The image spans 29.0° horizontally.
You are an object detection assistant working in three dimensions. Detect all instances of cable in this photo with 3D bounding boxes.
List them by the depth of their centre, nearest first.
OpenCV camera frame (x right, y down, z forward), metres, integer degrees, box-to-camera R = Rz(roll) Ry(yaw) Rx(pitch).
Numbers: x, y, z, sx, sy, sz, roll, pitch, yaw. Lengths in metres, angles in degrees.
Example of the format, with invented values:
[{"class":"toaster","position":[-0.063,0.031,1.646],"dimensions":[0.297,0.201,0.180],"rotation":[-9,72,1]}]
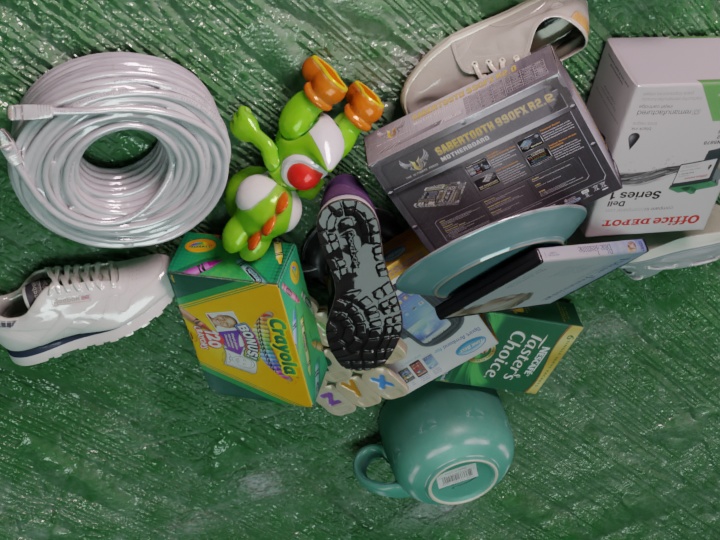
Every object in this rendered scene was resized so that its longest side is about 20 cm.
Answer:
[{"class":"cable","position":[-0.219,-0.106,1.268],"dimensions":[0.200,0.069,0.200],"rotation":[-12,138,-8]}]

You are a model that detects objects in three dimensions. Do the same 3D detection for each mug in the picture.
[{"class":"mug","position":[0.099,0.221,1.682],"dimensions":[0.152,0.115,0.185],"rotation":[15,127,-31]}]

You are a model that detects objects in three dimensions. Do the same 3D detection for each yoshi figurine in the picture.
[{"class":"yoshi figurine","position":[-0.071,-0.106,1.323],"dimensions":[0.200,0.112,0.112],"rotation":[-54,169,14]}]

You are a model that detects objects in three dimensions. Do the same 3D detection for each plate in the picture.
[{"class":"plate","position":[0.131,-0.011,1.357],"dimensions":[0.200,0.026,0.200],"rotation":[-20,166,-5]}]

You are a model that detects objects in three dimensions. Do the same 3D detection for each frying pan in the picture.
[{"class":"frying pan","position":[-0.040,-0.017,1.455],"dimensions":[0.190,0.031,0.115],"rotation":[-3,134,-20]}]

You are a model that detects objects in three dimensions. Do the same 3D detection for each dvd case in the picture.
[{"class":"dvd case","position":[0.187,0.009,1.425],"dimensions":[0.200,0.018,0.143],"rotation":[-6,159,-48]}]

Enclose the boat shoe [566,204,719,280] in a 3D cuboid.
[{"class":"boat shoe","position":[0.321,-0.022,1.545],"dimensions":[0.200,0.070,0.072],"rotation":[-9,133,-14]}]

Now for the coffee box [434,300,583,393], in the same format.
[{"class":"coffee box","position":[0.144,0.079,1.602],"dimensions":[0.200,0.044,0.123],"rotation":[10,129,-27]}]

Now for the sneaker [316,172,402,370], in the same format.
[{"class":"sneaker","position":[0.000,0.000,1.371],"dimensions":[0.076,0.088,0.200],"rotation":[-4,119,1]}]

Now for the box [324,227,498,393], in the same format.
[{"class":"box","position":[0.062,0.051,1.493],"dimensions":[0.119,0.042,0.200],"rotation":[-30,127,10]}]

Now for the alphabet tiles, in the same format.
[{"class":"alphabet tiles","position":[-0.048,0.085,1.491],"dimensions":[0.200,0.015,0.196],"rotation":[-22,126,41]}]

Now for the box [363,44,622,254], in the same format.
[{"class":"box","position":[0.126,-0.102,1.322],"dimensions":[0.200,0.048,0.158],"rotation":[-25,129,16]}]

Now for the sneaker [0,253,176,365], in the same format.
[{"class":"sneaker","position":[-0.277,0.027,1.385],"dimensions":[0.200,0.076,0.081],"rotation":[-23,128,3]}]

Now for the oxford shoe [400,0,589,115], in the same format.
[{"class":"oxford shoe","position":[0.127,-0.196,1.307],"dimensions":[0.200,0.058,0.075],"rotation":[-28,138,12]}]

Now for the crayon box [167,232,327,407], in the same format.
[{"class":"crayon box","position":[-0.111,0.052,1.421],"dimensions":[0.119,0.058,0.200],"rotation":[6,140,17]}]

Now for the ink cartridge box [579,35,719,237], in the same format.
[{"class":"ink cartridge box","position":[0.302,-0.133,1.412],"dimensions":[0.146,0.084,0.200],"rotation":[-4,135,-15]}]
